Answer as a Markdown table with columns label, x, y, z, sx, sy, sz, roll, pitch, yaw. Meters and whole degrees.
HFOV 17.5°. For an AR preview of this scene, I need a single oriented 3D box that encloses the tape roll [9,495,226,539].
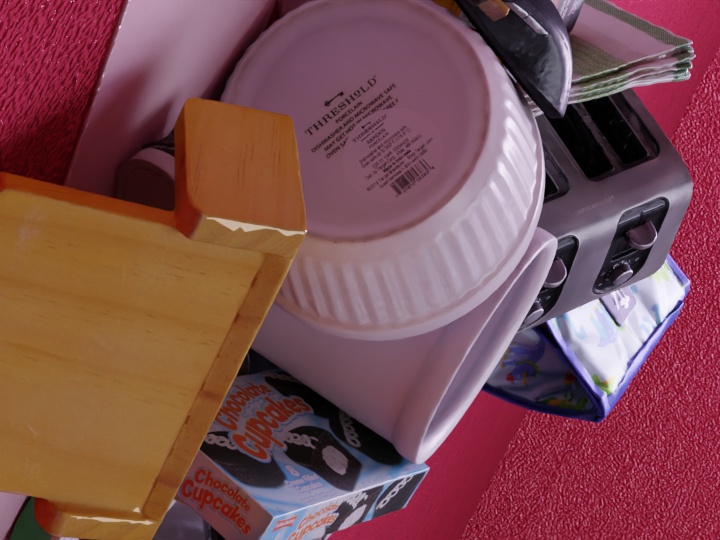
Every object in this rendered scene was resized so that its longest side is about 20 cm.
| label | x | y | z | sx | sy | sz | roll | pitch | yaw |
| --- | --- | --- | --- | --- | --- | --- | --- | --- | --- |
| tape roll | -0.130 | 0.207 | 1.500 | 0.201 | 0.200 | 0.048 | -60 | 168 | 13 |

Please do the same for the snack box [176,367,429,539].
| label | x | y | z | sx | sy | sz | roll | pitch | yaw |
| --- | --- | --- | --- | --- | --- | --- | --- | --- | --- |
| snack box | -0.051 | 0.115 | 1.458 | 0.037 | 0.116 | 0.200 | -59 | 158 | 20 |

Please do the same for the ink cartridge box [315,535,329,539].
| label | x | y | z | sx | sy | sz | roll | pitch | yaw |
| --- | --- | --- | --- | --- | --- | --- | --- | --- | --- |
| ink cartridge box | -0.031 | 0.096 | 1.783 | 0.200 | 0.144 | 0.084 | -43 | 164 | -53 |

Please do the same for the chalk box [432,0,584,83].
| label | x | y | z | sx | sy | sz | roll | pitch | yaw |
| --- | --- | --- | --- | --- | --- | --- | --- | --- | --- |
| chalk box | 0.087 | -0.213 | 1.523 | 0.200 | 0.123 | 0.125 | -46 | 163 | -51 |

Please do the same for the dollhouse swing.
| label | x | y | z | sx | sy | sz | roll | pitch | yaw |
| --- | --- | --- | --- | --- | --- | --- | --- | --- | --- |
| dollhouse swing | -0.148 | 0.010 | 1.195 | 0.182 | 0.175 | 0.201 | -100 | -147 | -59 |

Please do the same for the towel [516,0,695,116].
| label | x | y | z | sx | sy | sz | roll | pitch | yaw |
| --- | --- | --- | --- | --- | --- | --- | --- | --- | --- |
| towel | 0.107 | -0.136 | 1.581 | 0.199 | 0.149 | 0.031 | -18 | 117 | -20 |

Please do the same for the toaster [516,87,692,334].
| label | x | y | z | sx | sy | sz | roll | pitch | yaw |
| --- | --- | --- | --- | --- | --- | --- | --- | --- | --- |
| toaster | 0.114 | -0.069 | 1.670 | 0.180 | 0.201 | 0.119 | -21 | 156 | -26 |

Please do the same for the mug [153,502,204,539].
| label | x | y | z | sx | sy | sz | roll | pitch | yaw |
| --- | --- | --- | --- | --- | --- | --- | --- | --- | --- |
| mug | -0.125 | 0.258 | 1.667 | 0.176 | 0.199 | 0.148 | -71 | 180 | -53 |

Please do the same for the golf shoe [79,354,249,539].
| label | x | y | z | sx | sy | sz | roll | pitch | yaw |
| --- | --- | --- | --- | --- | --- | --- | --- | --- | --- |
| golf shoe | -0.138 | 0.115 | 1.575 | 0.200 | 0.072 | 0.092 | -53 | 178 | 19 |

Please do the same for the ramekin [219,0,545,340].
| label | x | y | z | sx | sy | sz | roll | pitch | yaw |
| --- | --- | --- | --- | --- | --- | --- | --- | --- | --- |
| ramekin | 0.007 | -0.070 | 1.378 | 0.201 | 0.199 | 0.105 | -55 | 160 | -13 |

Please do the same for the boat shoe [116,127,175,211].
| label | x | y | z | sx | sy | sz | roll | pitch | yaw |
| --- | --- | --- | --- | --- | --- | --- | --- | --- | --- |
| boat shoe | -0.107 | -0.008 | 1.359 | 0.060 | 0.072 | 0.201 | -46 | 158 | -36 |

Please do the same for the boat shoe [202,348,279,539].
| label | x | y | z | sx | sy | sz | roll | pitch | yaw |
| --- | --- | --- | --- | --- | --- | --- | --- | --- | --- |
| boat shoe | -0.075 | 0.119 | 1.602 | 0.068 | 0.071 | 0.202 | -39 | 141 | -66 |

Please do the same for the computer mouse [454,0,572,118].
| label | x | y | z | sx | sy | sz | roll | pitch | yaw |
| --- | --- | --- | --- | --- | --- | --- | --- | --- | --- |
| computer mouse | 0.078 | -0.162 | 1.344 | 0.046 | 0.200 | 0.141 | -39 | -157 | 3 |

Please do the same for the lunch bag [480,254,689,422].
| label | x | y | z | sx | sy | sz | roll | pitch | yaw |
| --- | --- | --- | --- | --- | --- | --- | --- | --- | --- |
| lunch bag | 0.137 | 0.011 | 1.785 | 0.170 | 0.199 | 0.128 | -49 | 169 | -42 |

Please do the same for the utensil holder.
| label | x | y | z | sx | sy | sz | roll | pitch | yaw |
| --- | --- | --- | --- | --- | --- | --- | --- | --- | --- |
| utensil holder | 0.000 | 0.000 | 1.510 | 0.170 | 0.199 | 0.170 | -54 | 168 | -17 |
